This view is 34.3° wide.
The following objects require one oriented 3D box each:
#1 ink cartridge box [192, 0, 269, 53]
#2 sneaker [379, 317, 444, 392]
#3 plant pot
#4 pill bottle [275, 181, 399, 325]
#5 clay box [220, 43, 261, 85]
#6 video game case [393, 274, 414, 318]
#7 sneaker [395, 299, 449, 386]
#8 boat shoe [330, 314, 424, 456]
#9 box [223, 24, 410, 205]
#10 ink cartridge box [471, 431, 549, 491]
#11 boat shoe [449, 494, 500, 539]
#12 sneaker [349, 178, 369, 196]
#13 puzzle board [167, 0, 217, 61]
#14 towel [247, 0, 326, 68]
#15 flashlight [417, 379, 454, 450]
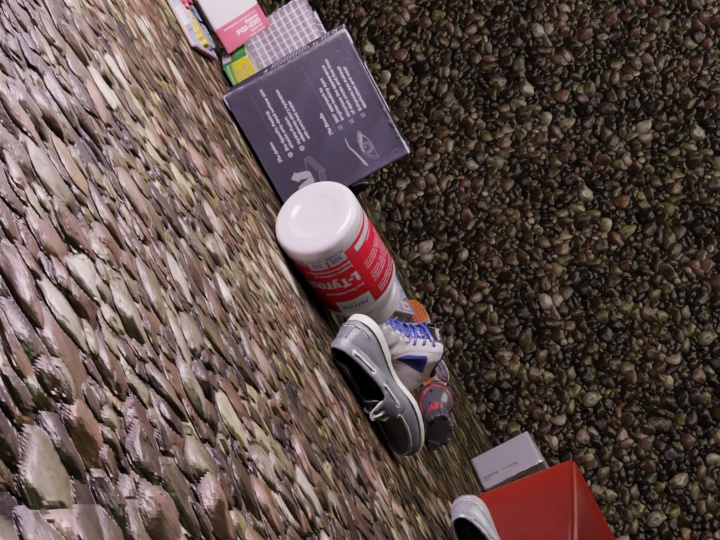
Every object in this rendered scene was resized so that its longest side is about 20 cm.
[{"bbox_3d":[-0.233,-0.454,1.790,0.201,0.084,0.146,58,-2,-32],"label":"ink cartridge box"},{"bbox_3d":[0.058,0.098,1.706,0.200,0.114,0.081,59,5,-34],"label":"sneaker"},{"bbox_3d":[0.291,0.457,1.831,0.201,0.198,0.177,59,16,-24],"label":"plant pot"},{"bbox_3d":[-0.022,-0.013,1.503,0.200,0.111,0.113,56,7,-48],"label":"pill bottle"},{"bbox_3d":[-0.154,-0.261,1.855,0.201,0.047,0.115,61,5,-26],"label":"clay box"},{"bbox_3d":[0.000,0.000,1.823,0.199,0.018,0.144,16,43,-55],"label":"video game case"},{"bbox_3d":[0.123,0.160,2.384,0.092,0.075,0.202,71,1,-71],"label":"sneaker"},{"bbox_3d":[0.017,0.153,1.432,0.062,0.072,0.202,-42,119,-41],"label":"boat shoe"},{"bbox_3d":[-0.062,-0.216,1.672,0.198,0.199,0.118,61,6,-15],"label":"box"},{"bbox_3d":[0.345,0.453,2.594,0.084,0.144,0.200,65,6,34],"label":"ink cartridge box"},{"bbox_3d":[0.175,0.409,1.603,0.202,0.070,0.072,62,22,-7],"label":"boat shoe"},{"bbox_3d":[-0.047,-0.135,1.852,0.076,0.113,0.200,61,1,-7],"label":"sneaker"},{"bbox_3d":[-0.262,-0.396,1.644,0.201,0.017,0.151,62,5,-1],"label":"puzzle board"},{"bbox_3d":[-0.122,-0.348,1.999,0.201,0.164,0.086,62,11,-1],"label":"towel"},{"bbox_3d":[0.131,0.239,1.979,0.068,0.067,0.200,62,4,-5],"label":"flashlight"}]
